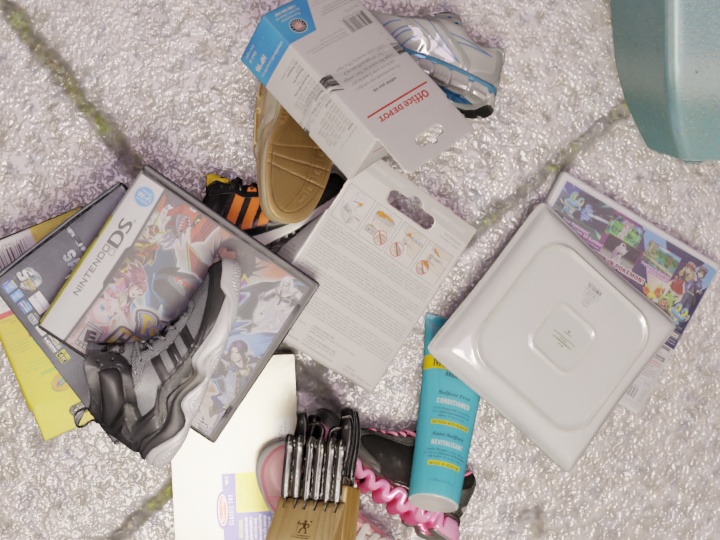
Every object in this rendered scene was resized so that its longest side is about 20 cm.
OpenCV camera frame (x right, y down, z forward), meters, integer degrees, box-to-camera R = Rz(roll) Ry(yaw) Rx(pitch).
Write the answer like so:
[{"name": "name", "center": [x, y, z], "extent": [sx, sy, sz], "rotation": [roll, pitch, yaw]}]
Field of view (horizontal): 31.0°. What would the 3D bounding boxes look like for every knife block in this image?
[{"name": "knife block", "center": [-0.036, 0.235, 1.237], "extent": [0.063, 0.176, 0.201], "rotation": [5, 125, 13]}]

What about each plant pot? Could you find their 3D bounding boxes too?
[{"name": "plant pot", "center": [0.361, -0.212, 1.295], "extent": [0.194, 0.196, 0.202], "rotation": [0, 102, -6]}]

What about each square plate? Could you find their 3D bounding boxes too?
[{"name": "square plate", "center": [0.201, 0.068, 1.324], "extent": [0.200, 0.028, 0.199], "rotation": [41, 80, -9]}]

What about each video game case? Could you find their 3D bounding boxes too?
[{"name": "video game case", "center": [0.251, 0.024, 1.367], "extent": [0.199, 0.023, 0.183], "rotation": [30, 89, -7]}, {"name": "video game case", "center": [-0.169, 0.032, 1.217], "extent": [0.199, 0.025, 0.181], "rotation": [34, 89, -7]}]

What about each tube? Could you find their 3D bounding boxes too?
[{"name": "tube", "center": [0.088, 0.142, 1.317], "extent": [0.077, 0.050, 0.201], "rotation": [17, 61, -12]}]

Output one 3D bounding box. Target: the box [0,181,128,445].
[{"name": "box", "center": [-0.231, 0.040, 1.249], "extent": [0.157, 0.051, 0.201], "rotation": [-36, 96, -4]}]

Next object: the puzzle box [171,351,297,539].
[{"name": "puzzle box", "center": [-0.129, 0.187, 1.330], "extent": [0.132, 0.025, 0.202], "rotation": [-2, 92, -7]}]

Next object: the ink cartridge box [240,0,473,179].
[{"name": "ink cartridge box", "center": [-0.002, -0.167, 1.227], "extent": [0.200, 0.068, 0.116], "rotation": [48, 50, 8]}]

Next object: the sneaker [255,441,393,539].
[{"name": "sneaker", "center": [-0.020, 0.255, 1.289], "extent": [0.075, 0.104, 0.201], "rotation": [-38, 105, -24]}]

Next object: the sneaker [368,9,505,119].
[{"name": "sneaker", "center": [0.057, -0.234, 1.323], "extent": [0.199, 0.075, 0.087], "rotation": [26, 71, -7]}]

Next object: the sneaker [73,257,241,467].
[{"name": "sneaker", "center": [-0.185, 0.069, 1.166], "extent": [0.113, 0.075, 0.201], "rotation": [23, 93, -11]}]

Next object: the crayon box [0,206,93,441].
[{"name": "crayon box", "center": [-0.296, 0.052, 1.294], "extent": [0.126, 0.051, 0.201], "rotation": [-22, 93, -6]}]

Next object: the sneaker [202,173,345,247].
[{"name": "sneaker", "center": [-0.113, -0.065, 1.300], "extent": [0.199, 0.070, 0.091], "rotation": [-27, 98, -3]}]

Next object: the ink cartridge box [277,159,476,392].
[{"name": "ink cartridge box", "center": [0.000, 0.000, 1.297], "extent": [0.160, 0.050, 0.201], "rotation": [33, 87, -29]}]

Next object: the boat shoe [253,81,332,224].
[{"name": "boat shoe", "center": [-0.072, -0.132, 1.280], "extent": [0.073, 0.069, 0.202], "rotation": [19, 64, -27]}]

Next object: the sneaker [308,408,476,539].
[{"name": "sneaker", "center": [0.035, 0.192, 1.333], "extent": [0.199, 0.079, 0.096], "rotation": [37, 71, -9]}]
